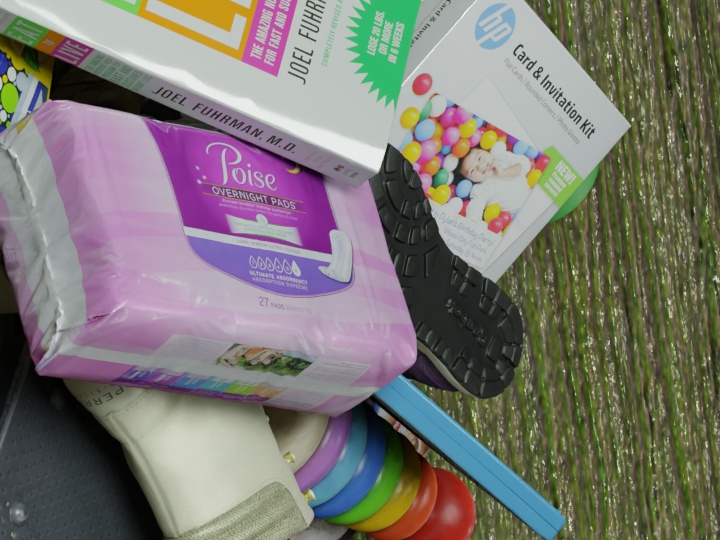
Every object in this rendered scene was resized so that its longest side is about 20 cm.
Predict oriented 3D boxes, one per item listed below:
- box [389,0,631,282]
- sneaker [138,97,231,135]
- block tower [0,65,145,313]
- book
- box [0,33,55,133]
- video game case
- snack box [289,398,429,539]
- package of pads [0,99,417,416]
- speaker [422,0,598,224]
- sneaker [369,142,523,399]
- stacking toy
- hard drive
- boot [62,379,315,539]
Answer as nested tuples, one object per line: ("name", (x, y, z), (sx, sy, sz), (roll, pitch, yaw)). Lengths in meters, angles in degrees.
("box", (0.040, -0.053, 1.610), (0.200, 0.041, 0.156), (-49, 134, -4))
("sneaker", (-0.041, -0.110, 1.485), (0.199, 0.079, 0.130), (-60, 175, -9))
("block tower", (-0.129, -0.064, 1.459), (0.054, 0.058, 0.200), (62, 39, -31))
("book", (-0.070, -0.135, 1.358), (0.200, 0.048, 0.134), (22, 64, -19))
("box", (-0.183, -0.142, 1.375), (0.070, 0.064, 0.200), (32, 59, -52))
("video game case", (0.016, 0.064, 1.539), (0.143, 0.200, 0.018), (41, 87, -30))
("snack box", (-0.023, 0.117, 1.630), (0.200, 0.024, 0.072), (-44, 119, -51))
("package of pads", (-0.075, -0.005, 1.345), (0.200, 0.076, 0.121), (10, 55, -44))
("speaker", (0.064, -0.110, 1.682), (0.200, 0.088, 0.089), (49, 45, -43))
("sneaker", (0.000, 0.000, 1.523), (0.200, 0.087, 0.076), (53, 55, -39))
("stacking toy", (-0.001, 0.110, 1.571), (0.200, 0.085, 0.086), (35, 56, -46))
("hard drive", (-0.131, 0.131, 1.435), (0.200, 0.042, 0.135), (49, 45, -42))
("boot", (-0.070, 0.058, 1.448), (0.155, 0.072, 0.200), (62, 30, -11))
